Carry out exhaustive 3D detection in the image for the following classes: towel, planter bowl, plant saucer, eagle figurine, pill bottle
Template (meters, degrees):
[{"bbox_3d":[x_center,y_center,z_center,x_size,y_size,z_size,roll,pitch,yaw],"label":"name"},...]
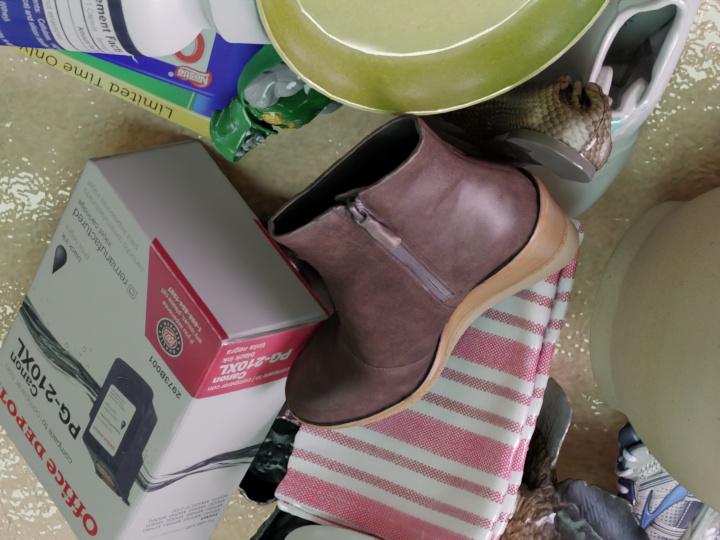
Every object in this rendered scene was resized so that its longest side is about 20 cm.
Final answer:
[{"bbox_3d":[0.036,0.052,1.563,0.146,0.030,0.201,15,89,38],"label":"towel"},{"bbox_3d":[0.207,0.035,1.529,0.134,0.200,0.201,17,134,37],"label":"planter bowl"},{"bbox_3d":[0.039,-0.166,1.362,0.199,0.031,0.201,-12,128,-16],"label":"plant saucer"},{"bbox_3d":[0.099,0.178,1.648,0.151,0.152,0.200,-36,104,17],"label":"eagle figurine"},{"bbox_3d":[-0.133,-0.164,1.401,0.199,0.116,0.116,5,127,13],"label":"pill bottle"}]

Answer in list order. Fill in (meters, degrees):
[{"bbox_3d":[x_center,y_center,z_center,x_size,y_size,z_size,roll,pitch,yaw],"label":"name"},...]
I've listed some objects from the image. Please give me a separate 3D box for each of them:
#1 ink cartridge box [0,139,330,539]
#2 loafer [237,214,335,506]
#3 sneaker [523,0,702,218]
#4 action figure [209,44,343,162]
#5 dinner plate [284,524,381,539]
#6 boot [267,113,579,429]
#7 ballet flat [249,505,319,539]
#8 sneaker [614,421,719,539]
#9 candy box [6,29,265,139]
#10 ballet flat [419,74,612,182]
[{"bbox_3d":[-0.120,0.050,1.633,0.145,0.084,0.200,52,134,26],"label":"ink cartridge box"},{"bbox_3d":[-0.041,0.058,1.668,0.073,0.071,0.201,8,128,8],"label":"loafer"},{"bbox_3d":[0.124,-0.091,1.500,0.075,0.089,0.200,15,130,-9],"label":"sneaker"},{"bbox_3d":[0.006,-0.114,1.473,0.200,0.118,0.055,-30,71,17],"label":"action figure"},{"bbox_3d":[0.034,0.215,1.607,0.200,0.024,0.200,28,152,16],"label":"dinner plate"},{"bbox_3d":[0.000,0.000,1.481,0.200,0.073,0.166,-36,144,22],"label":"boot"},{"bbox_3d":[-0.025,0.138,1.658,0.057,0.067,0.200,-1,132,-35],"label":"ballet flat"},{"bbox_3d":[0.179,0.120,1.667,0.085,0.077,0.200,39,121,-2],"label":"sneaker"},{"bbox_3d":[-0.105,-0.188,1.497,0.169,0.077,0.200,23,129,-2],"label":"candy box"},{"bbox_3d":[0.076,-0.083,1.491,0.067,0.200,0.046,32,84,-23],"label":"ballet flat"}]
